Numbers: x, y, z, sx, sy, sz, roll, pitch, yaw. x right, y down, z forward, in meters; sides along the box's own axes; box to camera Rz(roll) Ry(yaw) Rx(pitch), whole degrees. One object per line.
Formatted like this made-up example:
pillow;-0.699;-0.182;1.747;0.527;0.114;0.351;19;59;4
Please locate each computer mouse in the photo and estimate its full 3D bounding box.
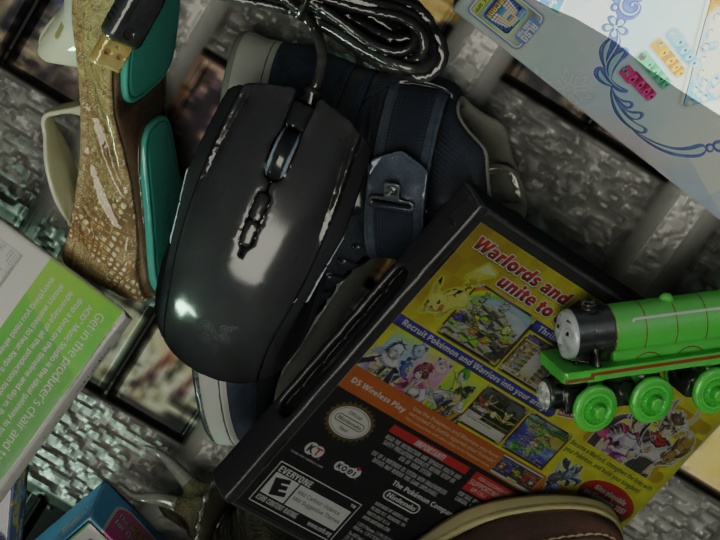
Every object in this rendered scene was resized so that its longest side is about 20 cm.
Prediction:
computer mouse;-0.063;-0.049;1.120;0.140;0.046;0.201;28;112;1

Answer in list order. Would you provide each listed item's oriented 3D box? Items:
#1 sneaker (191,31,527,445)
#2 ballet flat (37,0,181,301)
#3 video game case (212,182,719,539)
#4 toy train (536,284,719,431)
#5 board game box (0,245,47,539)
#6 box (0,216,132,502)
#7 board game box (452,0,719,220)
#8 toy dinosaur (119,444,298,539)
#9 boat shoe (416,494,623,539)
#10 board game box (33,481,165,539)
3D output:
sneaker;0.000;0.000;1.201;0.145;0.077;0.204;10;113;5
ballet flat;-0.118;-0.081;1.188;0.065;0.071;0.202;9;111;18
video game case;0.060;0.073;1.198;0.199;0.026;0.181;31;107;-35
toy train;0.172;0.032;1.177;0.199;0.042;0.057;-7;113;-21
board game box;-0.229;0.081;1.259;0.134;0.034;0.202;8;100;3
box;-0.227;0.021;1.206;0.199;0.036;0.145;36;87;6
board game box;0.178;-0.134;1.141;0.199;0.043;0.200;38;112;-9
toy dinosaur;-0.010;0.112;1.252;0.199;0.077;0.102;-25;124;20
boat shoe;0.037;0.163;1.187;0.199;0.072;0.073;-13;127;-15
board game box;-0.118;0.227;1.333;0.153;0.040;0.200;-39;104;20
